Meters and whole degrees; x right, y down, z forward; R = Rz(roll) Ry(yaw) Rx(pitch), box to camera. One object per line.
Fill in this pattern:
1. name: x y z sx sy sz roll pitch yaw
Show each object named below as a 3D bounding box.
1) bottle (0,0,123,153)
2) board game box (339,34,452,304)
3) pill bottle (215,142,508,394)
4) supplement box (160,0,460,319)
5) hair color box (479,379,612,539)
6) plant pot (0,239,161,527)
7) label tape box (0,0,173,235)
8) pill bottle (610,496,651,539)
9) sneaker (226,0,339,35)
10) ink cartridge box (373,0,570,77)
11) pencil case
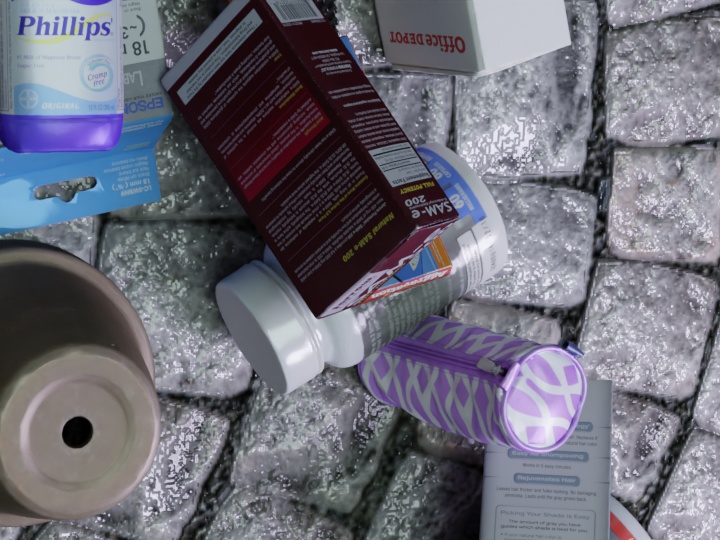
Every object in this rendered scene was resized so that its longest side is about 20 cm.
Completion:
1. bottle: -0.194 -0.177 1.116 0.083 0.065 0.202 -3 99 -23
2. board game box: -0.020 -0.070 1.245 0.102 0.019 0.201 -18 68 -13
3. pill bottle: 0.000 0.000 1.287 0.199 0.114 0.114 -32 111 -19
4. supplement box: -0.035 -0.082 1.160 0.061 0.109 0.201 -17 71 -54
5. hair color box: 0.143 0.184 1.346 0.098 0.061 0.201 2 63 7
6. plant pot: -0.213 0.091 1.163 0.199 0.174 0.202 -5 102 -26
7. label tape box: -0.206 -0.128 1.191 0.143 0.063 0.201 -14 104 -23
8. pill bottle: 0.138 0.271 1.400 0.200 0.116 0.116 -40 113 -15
9. sneaker: -0.072 -0.203 1.240 0.070 0.090 0.202 -16 104 -59
10. ink cartridge box: 0.066 -0.250 1.261 0.082 0.147 0.201 -19 107 -24
11. pencil case: 0.079 0.080 1.294 0.085 0.200 0.084 24 82 -33
